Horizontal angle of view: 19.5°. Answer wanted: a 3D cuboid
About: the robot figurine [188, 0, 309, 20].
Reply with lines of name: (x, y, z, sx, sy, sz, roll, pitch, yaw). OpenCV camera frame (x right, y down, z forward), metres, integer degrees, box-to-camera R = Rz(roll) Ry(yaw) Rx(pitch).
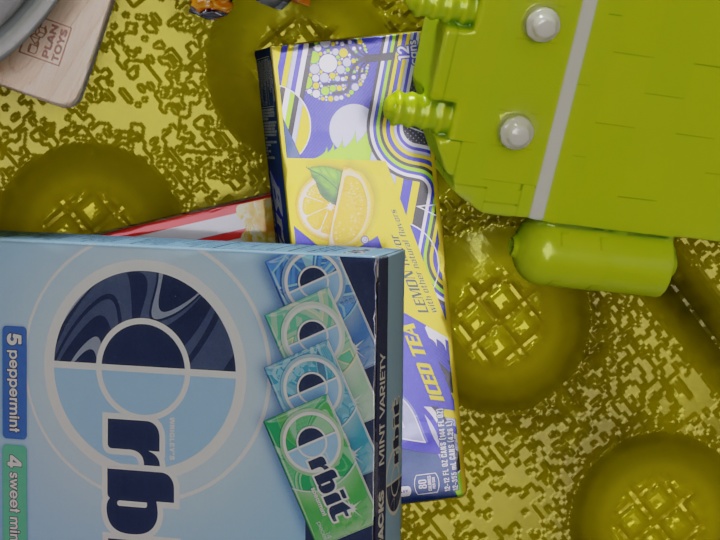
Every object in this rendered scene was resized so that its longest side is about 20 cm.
robot figurine: (-0.029, -0.203, 0.911, 0.058, 0.145, 0.201, 16, 94, -40)

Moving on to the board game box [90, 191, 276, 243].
board game box: (-0.080, 0.051, 0.960, 0.199, 0.046, 0.153, -14, 96, -6)

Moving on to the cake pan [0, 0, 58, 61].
cake pan: (-0.205, -0.167, 0.859, 0.199, 0.037, 0.202, 0, 94, -2)

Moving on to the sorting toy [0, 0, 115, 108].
sorting toy: (-0.184, -0.197, 0.912, 0.198, 0.070, 0.201, 19, 93, -4)

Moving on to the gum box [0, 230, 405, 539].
gum box: (-0.082, 0.072, 0.878, 0.199, 0.045, 0.171, 2, 96, 18)

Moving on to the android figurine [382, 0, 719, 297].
android figurine: (0.107, -0.078, 0.865, 0.199, 0.041, 0.183, 7, 111, -19)

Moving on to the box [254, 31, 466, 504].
box: (0.000, 0.000, 0.911, 0.070, 0.064, 0.201, -6, 95, -7)
